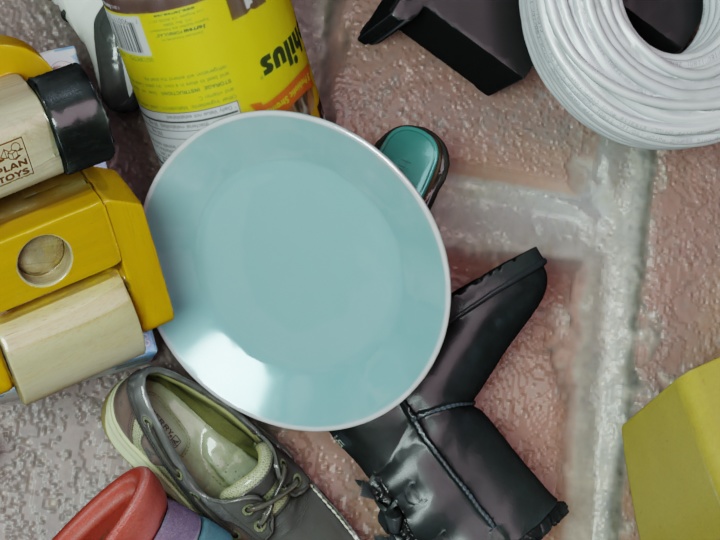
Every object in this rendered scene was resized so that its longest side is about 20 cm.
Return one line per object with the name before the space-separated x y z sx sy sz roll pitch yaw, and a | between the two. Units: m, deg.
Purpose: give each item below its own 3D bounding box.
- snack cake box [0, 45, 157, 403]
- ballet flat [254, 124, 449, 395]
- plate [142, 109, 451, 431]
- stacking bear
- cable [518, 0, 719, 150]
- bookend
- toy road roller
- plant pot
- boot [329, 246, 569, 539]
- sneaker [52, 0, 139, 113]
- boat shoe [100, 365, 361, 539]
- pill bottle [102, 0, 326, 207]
snack cake box | -0.207 -0.026 1.020 0.114 0.067 0.201 -15 84 -13
ballet flat | 0.000 0.000 1.058 0.068 0.068 0.201 32 80 10
plate | -0.039 0.000 0.973 0.199 0.026 0.202 8 113 19
stacking bear | -0.093 0.223 0.989 0.200 0.121 0.114 43 89 -14
cable | 0.199 -0.178 1.049 0.199 0.069 0.201 -23 93 -14
bookend | 0.139 -0.190 1.116 0.199 0.092 0.199 34 80 -10
toy road roller | -0.201 -0.039 0.944 0.122 0.146 0.201 -23 123 -15
plant pot | 0.280 0.137 1.054 0.199 0.200 0.177 -22 74 -15
boot | 0.076 0.101 1.064 0.198 0.073 0.163 -35 87 -9
sneaker | -0.183 -0.194 1.062 0.079 0.074 0.201 -15 81 1
boat shoe | -0.074 0.134 1.022 0.201 0.066 0.072 40 64 -4
pill bottle | -0.083 -0.113 1.009 0.109 0.109 0.201 -26 121 -16
